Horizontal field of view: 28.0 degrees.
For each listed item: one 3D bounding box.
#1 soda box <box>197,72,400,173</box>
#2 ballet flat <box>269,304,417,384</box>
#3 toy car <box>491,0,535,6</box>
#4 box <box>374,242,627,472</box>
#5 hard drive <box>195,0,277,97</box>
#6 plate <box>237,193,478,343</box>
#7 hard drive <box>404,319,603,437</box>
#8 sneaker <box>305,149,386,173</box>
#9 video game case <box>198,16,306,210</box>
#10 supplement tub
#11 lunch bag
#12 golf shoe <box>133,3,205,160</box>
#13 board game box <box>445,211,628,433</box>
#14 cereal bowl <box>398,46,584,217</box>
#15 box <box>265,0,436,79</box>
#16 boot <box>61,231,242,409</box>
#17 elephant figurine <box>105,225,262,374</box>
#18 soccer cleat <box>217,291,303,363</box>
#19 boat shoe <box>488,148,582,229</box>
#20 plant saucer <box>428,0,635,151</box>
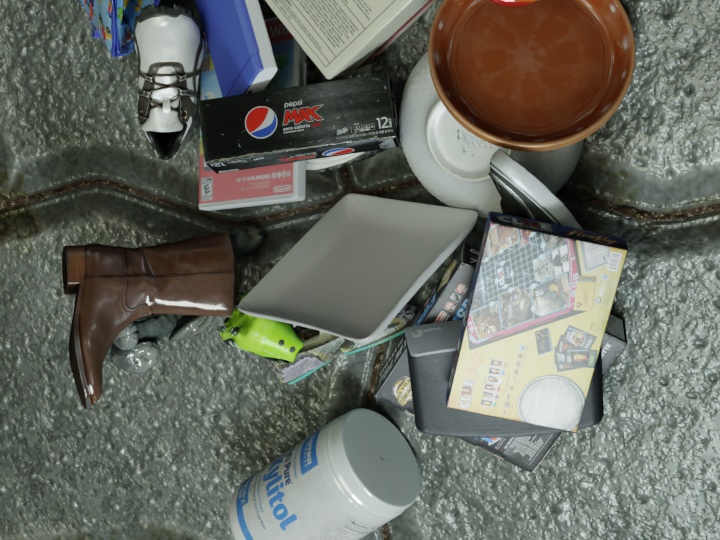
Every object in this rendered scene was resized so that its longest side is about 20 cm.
[{"bbox_3d":[-0.062,-0.151,1.483,0.199,0.063,0.071,-8,83,4],"label":"soda box"},{"bbox_3d":[-0.029,0.068,1.622,0.200,0.072,0.072,-26,94,31],"label":"ballet flat"},{"bbox_3d":[0.161,-0.325,1.339,0.175,0.200,0.150,23,135,-4],"label":"toy car"},{"bbox_3d":[0.146,0.095,1.521,0.198,0.050,0.200,26,120,-8],"label":"box"},{"bbox_3d":[-0.140,-0.277,1.516,0.132,0.025,0.200,139,117,-65],"label":"hard drive"},{"bbox_3d":[0.000,0.000,1.499,0.199,0.200,0.032,12,139,44],"label":"plate"},{"bbox_3d":[0.149,0.113,1.479,0.199,0.042,0.135,-3,120,7],"label":"hard drive"},{"bbox_3d":[-0.051,-0.146,1.564,0.200,0.074,0.080,-5,100,28],"label":"sneaker"},{"bbox_3d":[-0.118,-0.170,1.566,0.143,0.017,0.201,-4,83,37],"label":"video game case"},{"bbox_3d":[-0.044,0.259,1.662,0.200,0.132,0.132,-38,88,31],"label":"supplement tub"},{"bbox_3d":[-0.265,-0.343,1.573,0.151,0.094,0.200,53,137,38],"label":"lunch bag"},{"bbox_3d":[-0.206,-0.202,1.564,0.078,0.095,0.200,-1,147,-4],"label":"golf shoe"},{"bbox_3d":[0.169,0.052,1.403,0.135,0.035,0.200,12,112,-1],"label":"board game box"},{"bbox_3d":[0.124,-0.146,1.471,0.200,0.083,0.201,9,110,24],"label":"cereal bowl"},{"bbox_3d":[0.015,-0.309,1.454,0.200,0.109,0.128,-39,87,30],"label":"box"},{"bbox_3d":[-0.218,0.052,1.571,0.064,0.199,0.187,150,115,-69],"label":"boot"},{"bbox_3d":[-0.219,0.030,1.686,0.155,0.200,0.142,24,136,46],"label":"elephant figurine"},{"bbox_3d":[-0.110,0.069,1.613,0.081,0.200,0.068,32,89,-11],"label":"soccer cleat"},{"bbox_3d":[0.174,-0.048,1.425,0.057,0.200,0.069,-46,47,2],"label":"boat shoe"},{"bbox_3d":[0.165,-0.209,1.401,0.200,0.032,0.201,-1,74,2],"label":"plant saucer"}]
